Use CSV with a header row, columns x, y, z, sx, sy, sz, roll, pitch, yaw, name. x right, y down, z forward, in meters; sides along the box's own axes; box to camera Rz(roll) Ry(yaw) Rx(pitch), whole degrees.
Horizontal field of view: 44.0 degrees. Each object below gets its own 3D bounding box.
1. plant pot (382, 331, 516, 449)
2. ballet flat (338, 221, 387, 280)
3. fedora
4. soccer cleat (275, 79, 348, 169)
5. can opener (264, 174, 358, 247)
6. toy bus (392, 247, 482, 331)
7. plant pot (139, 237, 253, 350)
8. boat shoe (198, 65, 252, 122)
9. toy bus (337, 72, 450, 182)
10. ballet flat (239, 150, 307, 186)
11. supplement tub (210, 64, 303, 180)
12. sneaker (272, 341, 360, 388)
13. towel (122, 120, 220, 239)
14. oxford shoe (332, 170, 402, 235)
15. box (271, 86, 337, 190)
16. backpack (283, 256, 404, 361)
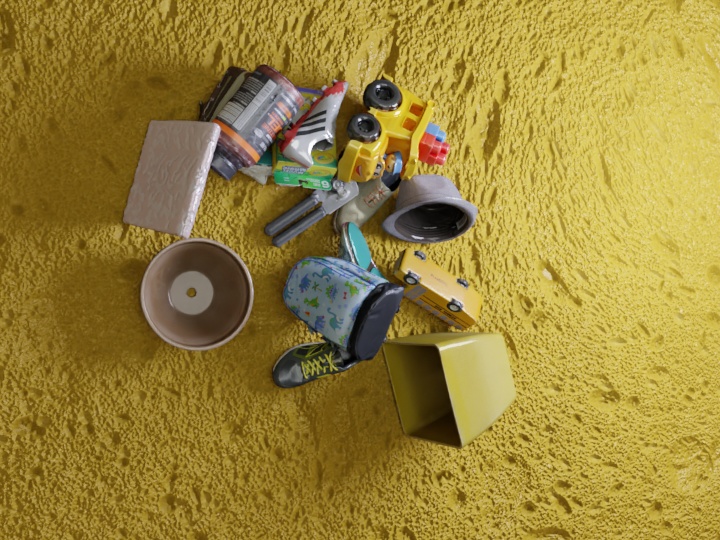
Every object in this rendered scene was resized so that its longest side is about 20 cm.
x,y,z,sx,sy,sz,roll,pitch,yaw,name
0.185,0.210,1.735,0.176,0.200,0.201,-17,96,-30,plant pot
0.000,0.000,1.721,0.200,0.071,0.069,57,36,-20,ballet flat
0.131,-0.128,1.726,0.199,0.176,0.091,15,57,-41,fedora
-0.070,-0.265,1.615,0.085,0.069,0.200,41,60,-7,soccer cleat
-0.093,-0.119,1.705,0.199,0.067,0.053,-34,102,-1,can opener
0.148,0.038,1.763,0.199,0.078,0.065,32,54,-16,toy bus
-0.300,0.041,1.612,0.200,0.093,0.202,-1,92,-19,plant pot
-0.266,-0.284,1.639,0.075,0.075,0.203,35,89,23,boat shoe
0.069,-0.236,1.662,0.191,0.136,0.201,25,59,0,toy bus
-0.159,-0.188,1.672,0.199,0.072,0.072,4,90,-17,ballet flat
-0.198,-0.257,1.575,0.107,0.107,0.200,39,84,-15,supplement tub
-0.073,0.167,1.694,0.199,0.085,0.075,-23,97,-17,sneaker
-0.331,-0.163,1.555,0.032,0.190,0.201,19,85,-46,towel
0.020,-0.149,1.724,0.071,0.074,0.200,40,80,-17,oxford shoe
-0.106,-0.245,1.653,0.117,0.048,0.201,5,65,-19,box
-0.046,0.052,1.648,0.153,0.200,0.164,5,117,-48,backpack
